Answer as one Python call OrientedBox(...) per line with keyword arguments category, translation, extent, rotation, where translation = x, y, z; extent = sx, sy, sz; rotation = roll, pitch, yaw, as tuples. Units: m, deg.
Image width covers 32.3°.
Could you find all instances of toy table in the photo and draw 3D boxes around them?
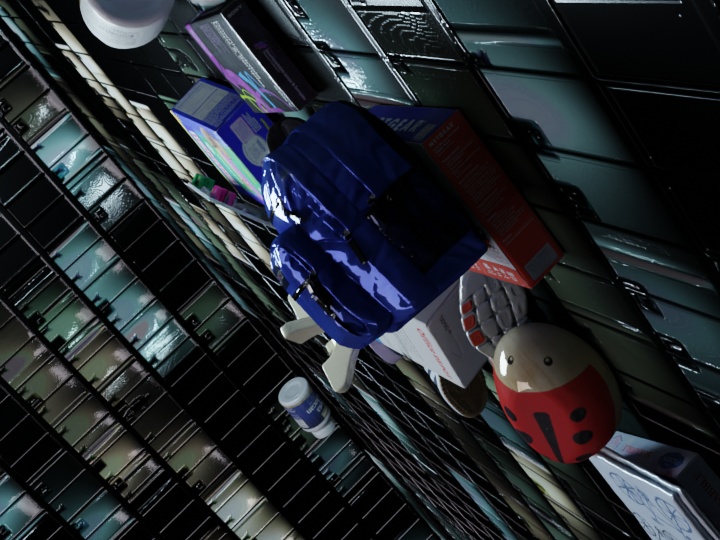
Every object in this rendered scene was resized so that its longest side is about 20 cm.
OrientedBox(category="toy table", translation=(-0.029, 0.084, 1.911), extent=(0.184, 0.117, 0.201), rotation=(33, -155, -47))

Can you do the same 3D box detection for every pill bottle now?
OrientedBox(category="pill bottle", translation=(-0.164, 0.441, 3.945), extent=(0.200, 0.111, 0.111), rotation=(53, 168, -33))
OrientedBox(category="pill bottle", translation=(-0.293, -0.340, 1.552), extent=(0.114, 0.114, 0.200), rotation=(48, 169, -9))

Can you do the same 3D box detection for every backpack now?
OrientedBox(category="backpack", translation=(-0.007, -0.043, 1.122), extent=(0.200, 0.168, 0.163), rotation=(50, 163, 4))

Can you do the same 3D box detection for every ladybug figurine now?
OrientedBox(category="ladybug figurine", translation=(0.210, 0.142, 1.338), extent=(0.135, 0.072, 0.200), rotation=(-5, 132, 32))

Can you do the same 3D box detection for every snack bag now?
OrientedBox(category="snack bag", translation=(0.346, 0.281, 1.356), extent=(0.200, 0.021, 0.188), rotation=(52, 169, -18))

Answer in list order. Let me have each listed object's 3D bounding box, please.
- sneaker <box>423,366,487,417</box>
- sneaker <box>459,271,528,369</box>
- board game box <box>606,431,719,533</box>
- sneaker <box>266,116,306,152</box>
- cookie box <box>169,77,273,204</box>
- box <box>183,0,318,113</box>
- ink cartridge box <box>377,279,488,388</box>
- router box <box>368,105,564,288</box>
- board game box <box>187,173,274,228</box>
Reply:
OrientedBox(category="sneaker", translation=(0.106, 0.124, 1.810), extent=(0.201, 0.070, 0.108), rotation=(56, 163, -10))
OrientedBox(category="sneaker", translation=(0.150, 0.055, 1.389), extent=(0.082, 0.077, 0.201), rotation=(-113, 0, -56))
OrientedBox(category="board game box", translation=(0.375, 0.274, 1.387), extent=(0.200, 0.041, 0.199), rotation=(49, 169, -8))
OrientedBox(category="sneaker", translation=(-0.036, -0.100, 1.543), extent=(0.200, 0.075, 0.116), rotation=(43, 171, 15))
OrientedBox(category="cookie box", translation=(-0.166, -0.176, 1.762), extent=(0.171, 0.075, 0.200), rotation=(50, 170, -29))
OrientedBox(category="box", translation=(-0.133, -0.250, 1.470), extent=(0.143, 0.036, 0.200), rotation=(50, 168, -17))
OrientedBox(category="ink cartridge box", translation=(0.065, 0.048, 1.596), extent=(0.199, 0.084, 0.146), rotation=(26, 159, 41))
OrientedBox(category="router box", translation=(0.086, -0.076, 1.210), extent=(0.180, 0.049, 0.200), rotation=(50, 169, -20))
OrientedBox(category="board game box", translation=(-0.156, -0.093, 1.908), extent=(0.199, 0.026, 0.200), rotation=(23, -177, -20))
